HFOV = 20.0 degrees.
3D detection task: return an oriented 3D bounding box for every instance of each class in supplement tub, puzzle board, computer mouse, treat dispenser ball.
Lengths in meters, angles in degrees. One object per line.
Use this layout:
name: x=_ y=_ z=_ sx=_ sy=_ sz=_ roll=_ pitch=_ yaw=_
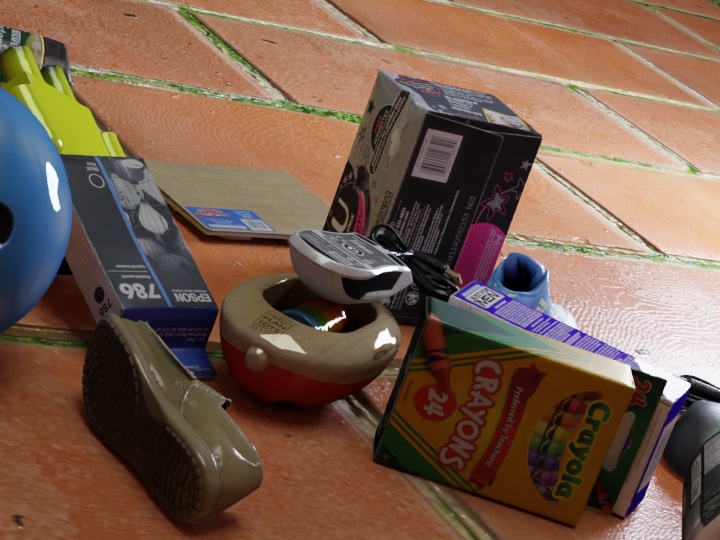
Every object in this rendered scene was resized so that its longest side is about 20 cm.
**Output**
supplement tub: x=0.303 y=0.189 z=1.540 sx=0.122 sy=0.123 sz=0.200 roll=21 pitch=18 yaw=4
puzzle board: x=-0.111 y=-0.063 z=1.980 sx=0.200 sy=0.017 sz=0.151 roll=2 pitch=27 yaw=-42
computer mouse: x=0.000 y=0.000 z=1.658 sx=0.110 sy=0.044 sz=0.200 roll=36 pitch=17 yaw=27
computer mouse: x=0.323 y=0.139 z=1.805 sx=0.138 sy=0.053 sz=0.200 roll=26 pitch=20 yaw=14
treat dispenser ball: x=-0.304 y=-0.042 z=1.436 sx=0.200 sy=0.201 sz=0.201 roll=18 pitch=19 yaw=-6

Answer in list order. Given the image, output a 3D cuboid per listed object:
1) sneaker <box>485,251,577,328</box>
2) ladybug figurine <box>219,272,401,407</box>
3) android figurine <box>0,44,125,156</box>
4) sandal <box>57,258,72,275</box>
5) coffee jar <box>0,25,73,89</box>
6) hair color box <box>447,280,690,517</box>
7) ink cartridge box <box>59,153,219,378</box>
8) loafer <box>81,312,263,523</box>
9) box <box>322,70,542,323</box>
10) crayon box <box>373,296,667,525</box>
sneaker: x=0.158 y=0.034 z=1.844 sx=0.076 sy=0.105 sz=0.200 roll=27 pitch=20 yaw=19
ladybug figurine: x=-0.045 y=0.059 z=1.620 sx=0.135 sy=0.072 sz=0.200 roll=28 pitch=19 yaw=21
android figurine: x=-0.246 y=-0.098 z=1.753 sx=0.200 sy=0.041 sz=0.182 roll=63 pitch=11 yaw=21
sandal: x=-0.285 y=-0.044 z=1.651 sx=0.199 sy=0.075 sz=0.045 roll=9 pitch=38 yaw=-22
coffee jar: x=-0.377 y=-0.199 z=1.975 sx=0.199 sy=0.086 sz=0.104 roll=14 pitch=20 yaw=-18
hair color box: x=0.151 y=0.102 z=1.644 sx=0.200 sy=0.110 sz=0.065 roll=26 pitch=21 yaw=18
ink cartridge box: x=-0.178 y=-0.005 z=1.594 sx=0.099 sy=0.039 sz=0.200 roll=0 pitch=53 yaw=-45
loafer: x=-0.133 y=0.104 z=1.418 sx=0.067 sy=0.076 sz=0.200 roll=6 pitch=33 yaw=-38
box: x=0.056 y=-0.064 z=1.864 sx=0.132 sy=0.201 sz=0.115 roll=10 pitch=20 yaw=-28
crayon box: x=0.123 y=0.113 z=1.560 sx=0.199 sy=0.127 sz=0.051 roll=18 pitch=19 yaw=-5
